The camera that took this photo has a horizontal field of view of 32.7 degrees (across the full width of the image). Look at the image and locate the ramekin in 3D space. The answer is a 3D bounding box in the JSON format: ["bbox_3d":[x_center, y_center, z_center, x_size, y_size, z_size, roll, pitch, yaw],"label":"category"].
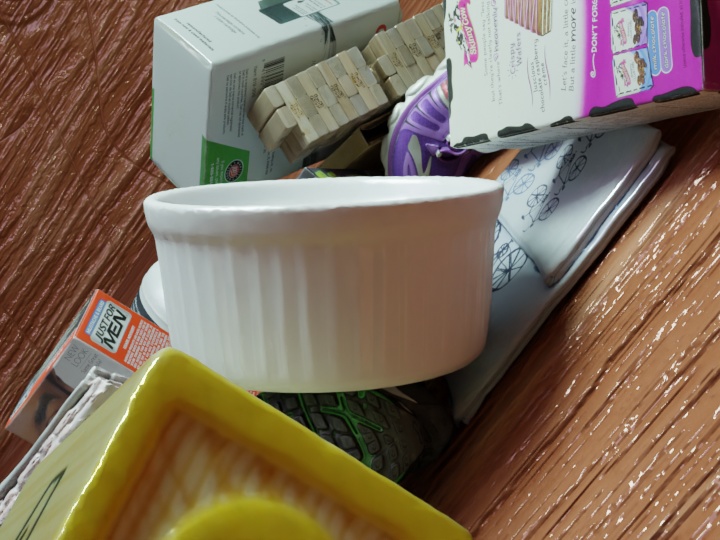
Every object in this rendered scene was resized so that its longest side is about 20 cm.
[{"bbox_3d":[-0.019,0.002,0.689,0.200,0.199,0.098,-146,53,-76],"label":"ramekin"}]

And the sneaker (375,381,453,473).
[{"bbox_3d":[0.012,0.066,0.769,0.079,0.074,0.200,-30,17,-14],"label":"sneaker"}]

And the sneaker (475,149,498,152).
[{"bbox_3d":[0.143,-0.151,0.795,0.071,0.099,0.200,59,140,26],"label":"sneaker"}]

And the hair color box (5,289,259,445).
[{"bbox_3d":[-0.141,0.116,0.898,0.111,0.200,0.064,-48,16,30],"label":"hair color box"}]

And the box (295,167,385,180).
[{"bbox_3d":[-0.029,-0.031,1.012,0.110,0.035,0.200,-52,-12,14],"label":"box"}]

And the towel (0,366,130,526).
[{"bbox_3d":[-0.159,0.159,0.796,0.200,0.191,0.032,-51,52,9],"label":"towel"}]

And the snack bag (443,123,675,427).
[{"bbox_3d":[0.099,-0.018,0.759,0.200,0.021,0.189,-54,15,11],"label":"snack bag"}]

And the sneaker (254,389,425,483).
[{"bbox_3d":[-0.036,0.105,0.716,0.199,0.085,0.079,-17,76,44],"label":"sneaker"}]

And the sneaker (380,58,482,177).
[{"bbox_3d":[0.086,-0.123,0.937,0.200,0.080,0.084,-56,31,26],"label":"sneaker"}]

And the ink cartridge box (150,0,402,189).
[{"bbox_3d":[-0.071,-0.158,1.031,0.199,0.083,0.147,-25,-38,-34],"label":"ink cartridge box"}]

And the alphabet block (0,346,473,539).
[{"bbox_3d":[-0.092,0.189,0.593,0.200,0.195,0.197,-37,26,51],"label":"alphabet block"}]

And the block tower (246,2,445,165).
[{"bbox_3d":[0.008,-0.152,0.985,0.199,0.054,0.058,-31,-2,-25],"label":"block tower"}]

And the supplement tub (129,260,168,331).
[{"bbox_3d":[-0.144,0.075,1.070,0.201,0.140,0.141,-61,12,22],"label":"supplement tub"}]

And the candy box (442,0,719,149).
[{"bbox_3d":[0.127,-0.146,0.668,0.200,0.061,0.137,-4,88,57],"label":"candy box"}]

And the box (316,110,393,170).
[{"bbox_3d":[0.012,-0.105,1.091,0.163,0.021,0.200,-31,-2,-35],"label":"box"}]
